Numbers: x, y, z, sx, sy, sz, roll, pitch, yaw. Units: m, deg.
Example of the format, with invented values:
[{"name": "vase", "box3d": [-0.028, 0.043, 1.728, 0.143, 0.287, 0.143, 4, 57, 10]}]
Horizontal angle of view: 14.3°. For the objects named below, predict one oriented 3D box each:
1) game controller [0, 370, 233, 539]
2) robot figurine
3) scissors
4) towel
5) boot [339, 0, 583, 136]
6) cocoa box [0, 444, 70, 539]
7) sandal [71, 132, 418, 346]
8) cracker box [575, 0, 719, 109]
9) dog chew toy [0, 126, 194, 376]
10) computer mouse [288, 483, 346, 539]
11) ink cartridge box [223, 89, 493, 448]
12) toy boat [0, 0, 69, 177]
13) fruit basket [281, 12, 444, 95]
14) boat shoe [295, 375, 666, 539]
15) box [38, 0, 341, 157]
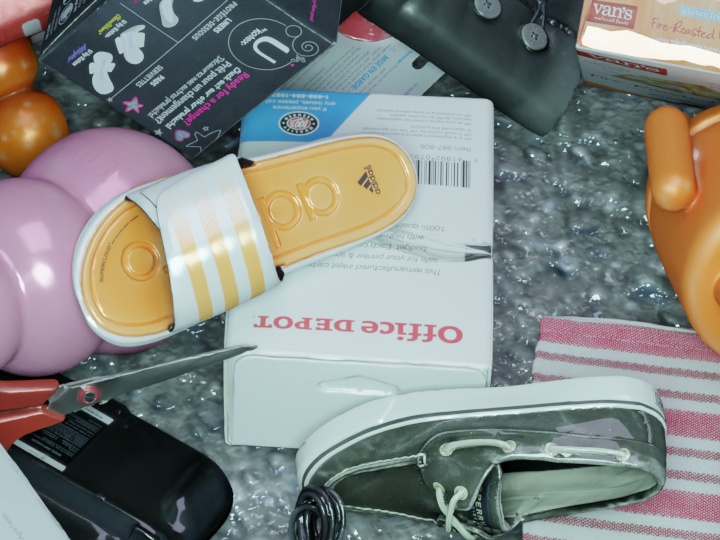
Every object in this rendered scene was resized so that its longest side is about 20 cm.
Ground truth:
[{"name": "game controller", "box3d": [-0.167, 0.100, 1.530, 0.199, 0.042, 0.104, 28, 39, 19]}, {"name": "robot figurine", "box3d": [0.220, -0.023, 1.581, 0.143, 0.117, 0.200, 4, 25, -8]}, {"name": "scissors", "box3d": [-0.153, 0.071, 1.489, 0.199, 0.074, 0.014, -3, 29, -13]}, {"name": "towel", "box3d": [0.159, 0.112, 1.543, 0.145, 0.030, 0.201, 7, 51, 1]}, {"name": "boot", "box3d": [0.034, -0.135, 1.680, 0.200, 0.066, 0.166, 33, 61, -23]}, {"name": "cocoa box", "box3d": [-0.209, 0.176, 1.392, 0.133, 0.132, 0.200, -26, 55, -24]}, {"name": "sandal", "box3d": [-0.055, -0.029, 1.497, 0.206, 0.059, 0.080, -24, 90, -22]}, {"name": "cracker box", "box3d": [0.195, -0.130, 1.647, 0.133, 0.200, 0.058, 12, 88, 7]}, {"name": "dog chew toy", "box3d": [-0.169, -0.001, 1.536, 0.124, 0.125, 0.199, 39, 41, 26]}, {"name": "computer mouse", "box3d": [0.058, 0.174, 1.450, 0.199, 0.044, 0.110, 6, 75, 1]}, {"name": "ink cartridge box", "box3d": [0.000, 0.000, 1.589, 0.144, 0.084, 0.201, 3, 49, 0]}, {"name": "toy boat", "box3d": [-0.206, -0.117, 1.666, 0.199, 0.131, 0.131, -24, 94, -2]}, {"name": "fruit basket", "box3d": [-0.026, -0.175, 1.755, 0.200, 0.094, 0.185, 39, 57, 8]}, {"name": "boat shoe", "box3d": [0.061, 0.103, 1.489, 0.199, 0.071, 0.064, -11, 47, 13]}, {"name": "box", "box3d": [-0.084, -0.188, 1.582, 0.114, 0.132, 0.201, 32, 43, -26]}]
